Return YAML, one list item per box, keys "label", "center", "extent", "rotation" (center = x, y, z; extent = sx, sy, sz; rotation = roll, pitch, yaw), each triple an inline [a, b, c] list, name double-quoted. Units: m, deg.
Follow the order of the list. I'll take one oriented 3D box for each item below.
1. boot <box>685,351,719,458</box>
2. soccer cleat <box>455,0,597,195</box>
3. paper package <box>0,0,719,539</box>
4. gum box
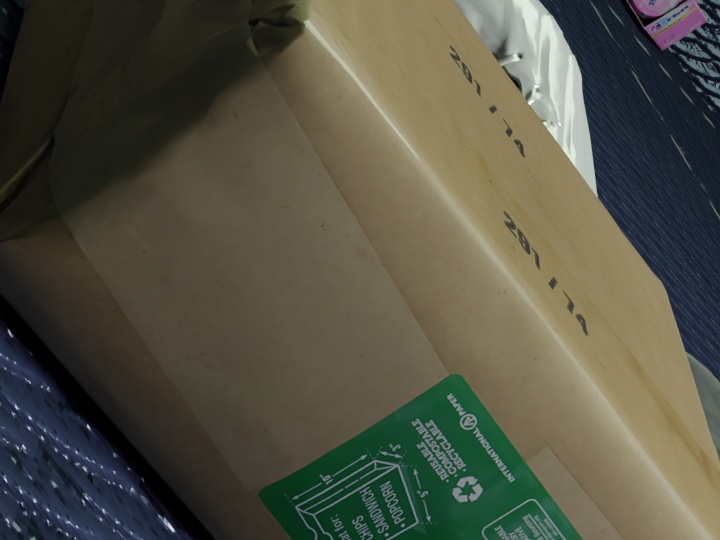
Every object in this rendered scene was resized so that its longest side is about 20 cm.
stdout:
- label: "boot"
  center: [0.160, 0.119, 1.041]
  extent: [0.182, 0.072, 0.200]
  rotation: [58, 6, -3]
- label: "soccer cleat"
  center: [0.068, -0.040, 0.997]
  extent: [0.078, 0.069, 0.200]
  rotation: [-67, 138, -68]
- label: "paper package"
  center: [0.000, 0.000, 0.631]
  extent: [0.200, 0.103, 0.191]
  rotation: [52, 15, -23]
- label: "gum box"
  center: [0.315, -0.364, 2.751]
  extent: [0.200, 0.066, 0.113]
  rotation: [60, 12, 16]
